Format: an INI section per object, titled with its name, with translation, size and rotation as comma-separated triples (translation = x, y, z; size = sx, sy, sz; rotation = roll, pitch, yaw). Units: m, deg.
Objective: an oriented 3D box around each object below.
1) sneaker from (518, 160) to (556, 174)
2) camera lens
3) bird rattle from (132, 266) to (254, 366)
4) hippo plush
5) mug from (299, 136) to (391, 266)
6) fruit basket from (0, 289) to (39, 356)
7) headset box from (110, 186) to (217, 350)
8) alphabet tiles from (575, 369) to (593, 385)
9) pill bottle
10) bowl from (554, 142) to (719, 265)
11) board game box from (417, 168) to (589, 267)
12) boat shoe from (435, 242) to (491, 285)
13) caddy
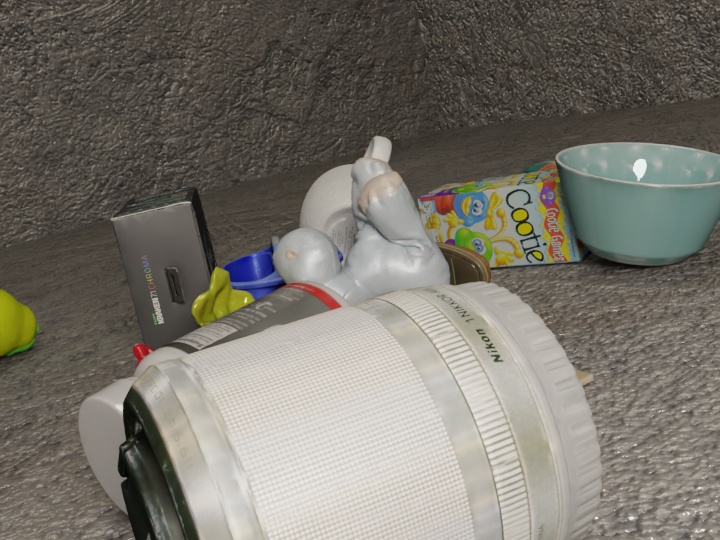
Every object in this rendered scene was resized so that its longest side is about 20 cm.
[sneaker]
translation = 0.304, -0.137, 1.487
size = 0.080, 0.072, 0.200
rotation = -13, 12, -27
[camera lens]
translation = -0.007, 0.100, 0.450
size = 0.200, 0.160, 0.160
rotation = -16, 13, -22
[bird rattle]
translation = -0.112, 0.077, 0.829
size = 0.163, 0.113, 0.200
rotation = 8, 16, 4
[hippo plush]
translation = 0.000, 0.000, 0.958
size = 0.161, 0.200, 0.159
rotation = -31, 8, 0
[mug]
translation = -0.002, -0.083, 1.230
size = 0.147, 0.200, 0.175
rotation = 19, 13, -4
[fruit basket]
translation = -0.515, 0.058, 1.164
size = 0.155, 0.216, 0.216
rotation = -10, 12, 6
[headset box]
translation = -0.221, 0.001, 1.090
size = 0.093, 0.175, 0.200
rotation = -13, 11, -6
[alphabet tiles]
translation = 0.075, 0.106, 0.722
size = 0.200, 0.008, 0.167
rotation = -18, 13, -26
[pill bottle]
translation = -0.092, 0.093, 0.672
size = 0.114, 0.114, 0.200
rotation = 1, 21, 45
[bowl]
translation = 0.317, -0.073, 1.036
size = 0.200, 0.105, 0.201
rotation = 0, 21, 0
[board game box]
translation = 0.191, -0.066, 1.182
size = 0.200, 0.103, 0.105
rotation = -5, 14, 30
[boat shoe]
translation = 0.078, -0.005, 1.080
size = 0.200, 0.072, 0.068
rotation = 1, 17, 44
[caddy]
translation = -0.089, 0.011, 1.077
size = 0.141, 0.105, 0.200
rotation = -14, 12, -6
